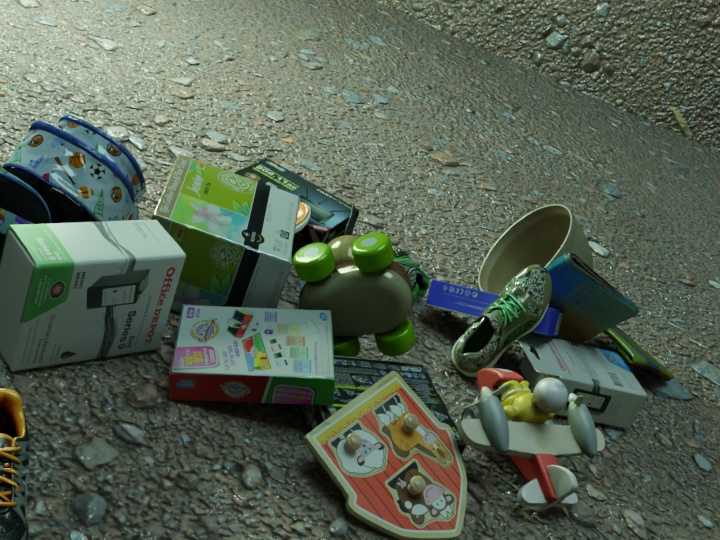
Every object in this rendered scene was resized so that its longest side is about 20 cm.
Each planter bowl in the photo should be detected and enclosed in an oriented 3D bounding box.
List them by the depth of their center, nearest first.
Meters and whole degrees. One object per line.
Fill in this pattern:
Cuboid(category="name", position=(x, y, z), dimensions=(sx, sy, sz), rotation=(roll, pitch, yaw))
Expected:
Cuboid(category="planter bowl", position=(0.318, 0.007, 1.700), dimensions=(0.135, 0.200, 0.201), rotation=(42, 21, -20))

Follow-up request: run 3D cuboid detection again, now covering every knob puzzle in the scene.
Cuboid(category="knob puzzle", position=(0.054, 0.229, 1.180), dimensions=(0.216, 0.031, 0.222), rotation=(18, 47, -20))

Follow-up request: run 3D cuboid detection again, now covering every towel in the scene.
Cuboid(category="towel", position=(0.321, 0.056, 1.569), dimensions=(0.146, 0.200, 0.022), rotation=(37, 55, -7))
Cuboid(category="towel", position=(0.443, 0.125, 1.678), dimensions=(0.144, 0.023, 0.199), rotation=(46, 13, 33))

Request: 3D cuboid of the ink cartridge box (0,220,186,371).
Cuboid(category="ink cartridge box", position=(-0.320, 0.025, 1.176), dimensions=(0.198, 0.148, 0.084), rotation=(-6, 38, -44))

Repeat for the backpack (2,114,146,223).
Cuboid(category="backpack", position=(-0.371, -0.108, 1.305), dimensions=(0.197, 0.156, 0.191), rotation=(24, -15, 0))

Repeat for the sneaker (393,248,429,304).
Cuboid(category="sneaker", position=(0.046, 0.019, 1.557), dimensions=(0.085, 0.079, 0.199), rotation=(35, 29, 21))

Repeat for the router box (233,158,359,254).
Cuboid(category="router box", position=(-0.119, -0.102, 1.656), dimensions=(0.198, 0.063, 0.150), rotation=(30, 27, 12))

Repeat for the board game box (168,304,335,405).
Cuboid(category="board game box", position=(-0.132, 0.102, 1.248), dimensions=(0.196, 0.041, 0.154), rotation=(3, 30, -4))

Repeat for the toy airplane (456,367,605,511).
Cuboid(category="toy airplane", position=(0.226, 0.207, 1.294), dimensions=(0.197, 0.143, 0.200), rotation=(32, 25, 6))

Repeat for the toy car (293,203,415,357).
Cuboid(category="toy car", position=(0.000, 0.000, 1.398), dimensions=(0.155, 0.167, 0.201), rotation=(-9, 31, 12))

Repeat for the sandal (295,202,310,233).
Cuboid(category="sandal", position=(-0.176, -0.089, 1.523), dimensions=(0.202, 0.060, 0.080), rotation=(-5, 40, -6))

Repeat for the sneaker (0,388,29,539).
Cuboid(category="sneaker", position=(-0.345, 0.193, 0.935), dimensions=(0.077, 0.078, 0.201), rotation=(10, 32, -28))

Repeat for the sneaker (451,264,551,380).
Cuboid(category="sneaker", position=(0.207, 0.072, 1.452), dimensions=(0.077, 0.201, 0.089), rotation=(39, -2, 18))

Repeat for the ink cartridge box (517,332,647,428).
Cuboid(category="ink cartridge box", position=(0.320, 0.165, 1.526), dimensions=(0.197, 0.069, 0.117), rotation=(14, 26, -19))

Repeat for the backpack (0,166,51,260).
Cuboid(category="backpack", position=(-0.474, -0.057, 1.175), dimensions=(0.198, 0.185, 0.134), rotation=(24, 6, -32))

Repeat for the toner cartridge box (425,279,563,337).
Cuboid(category="toner cartridge box", position=(0.209, 0.059, 1.559), dimensions=(0.197, 0.044, 0.095), rotation=(14, -1, 23))

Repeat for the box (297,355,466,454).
Cuboid(category="box", position=(0.018, 0.179, 1.287), dimensions=(0.197, 0.045, 0.161), rotation=(8, 32, -28))

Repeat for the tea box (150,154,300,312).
Cuboid(category="tea box", position=(-0.198, -0.037, 1.398), dimensions=(0.193, 0.135, 0.201), rotation=(18, 28, -10))
